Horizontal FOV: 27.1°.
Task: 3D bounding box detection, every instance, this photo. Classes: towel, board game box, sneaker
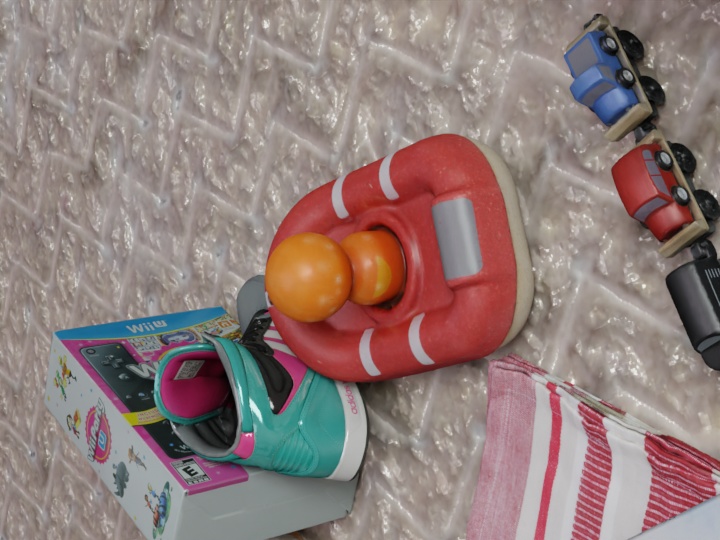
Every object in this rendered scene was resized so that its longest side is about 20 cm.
[{"bbox_3d":[0.131,0.146,0.823,0.199,0.023,0.146,27,118,49],"label":"towel"},{"bbox_3d":[-0.114,0.108,1.049,0.200,0.146,0.065,38,126,43],"label":"board game box"},{"bbox_3d":[-0.081,0.063,0.994,0.084,0.119,0.200,-68,30,25],"label":"sneaker"}]

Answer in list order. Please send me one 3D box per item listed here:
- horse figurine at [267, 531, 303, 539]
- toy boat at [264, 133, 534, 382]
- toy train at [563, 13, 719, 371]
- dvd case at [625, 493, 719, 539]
[{"bbox_3d":[-0.072,0.207,1.050,0.199,0.131,0.050,25,94,58],"label":"horse figurine"},{"bbox_3d":[0.000,0.000,0.887,0.199,0.130,0.132,-20,79,53],"label":"toy boat"},{"bbox_3d":[0.148,-0.041,0.746,0.034,0.045,0.202,-43,61,48],"label":"toy train"},{"bbox_3d":[0.175,0.196,0.748,0.200,0.017,0.144,-39,71,44],"label":"dvd case"}]
